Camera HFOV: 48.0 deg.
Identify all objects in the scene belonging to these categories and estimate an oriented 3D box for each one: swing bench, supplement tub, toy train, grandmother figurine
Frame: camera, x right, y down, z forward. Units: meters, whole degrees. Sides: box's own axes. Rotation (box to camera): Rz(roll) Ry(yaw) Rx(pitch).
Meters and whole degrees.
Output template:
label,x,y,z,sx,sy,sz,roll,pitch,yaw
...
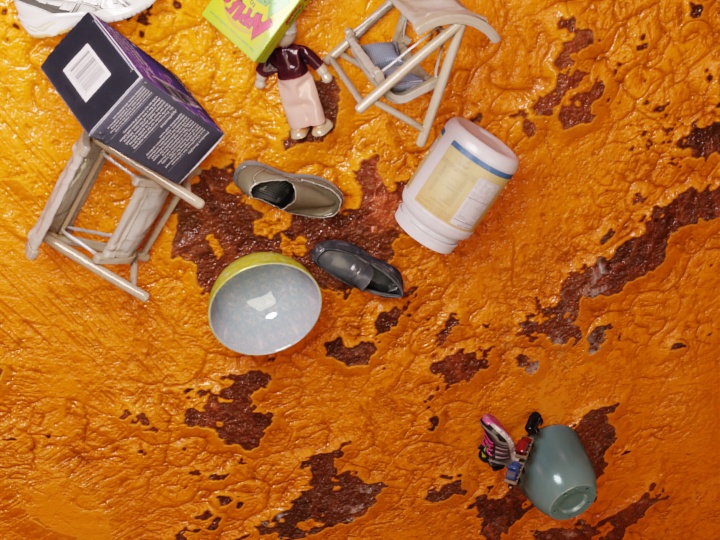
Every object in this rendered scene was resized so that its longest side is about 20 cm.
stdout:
label,x,y,z,sx,sy,sz,roll,pitch,yaw
swing bench,-0.372,-0.094,1.231,0.199,0.130,0.199,25,114,-28
supplement tub,0.162,-0.145,1.393,0.144,0.145,0.201,19,117,-31
toy train,0.381,0.416,1.887,0.201,0.034,0.046,-60,141,-29
swing bench,0.068,-0.328,1.186,0.129,0.199,0.201,22,114,-32
grandmother figurine,-0.105,-0.301,1.234,0.120,0.061,0.201,-11,127,3

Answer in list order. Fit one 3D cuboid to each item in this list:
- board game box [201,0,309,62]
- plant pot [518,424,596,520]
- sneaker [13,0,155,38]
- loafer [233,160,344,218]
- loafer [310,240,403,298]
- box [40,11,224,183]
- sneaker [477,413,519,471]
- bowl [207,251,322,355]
label,x,y,z,sx,sy,sz,roll,pitch,yaw
board game box,-0.119,-0.402,1.127,0.101,0.048,0.200,41,107,0
plant pot,0.485,0.509,1.987,0.199,0.161,0.202,-11,128,-14
sneaker,-0.360,-0.375,1.068,0.198,0.076,0.088,-19,130,-7
loafer,-0.115,-0.122,1.351,0.198,0.070,0.076,11,120,-27
loafer,0.000,0.000,1.485,0.199,0.071,0.068,22,115,-32
box,-0.305,-0.228,1.103,0.104,0.148,0.200,-44,157,8
sneaker,0.313,0.414,1.907,0.087,0.074,0.200,-35,134,-1
bowl,-0.176,0.038,1.421,0.198,0.108,0.201,-10,128,-13
